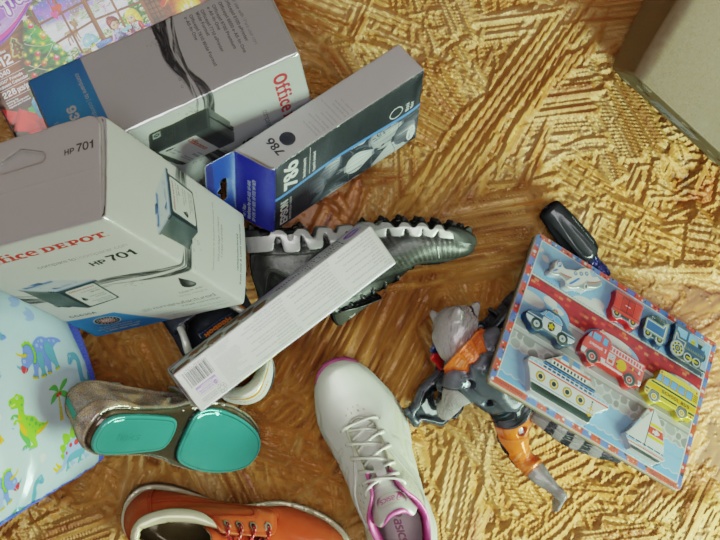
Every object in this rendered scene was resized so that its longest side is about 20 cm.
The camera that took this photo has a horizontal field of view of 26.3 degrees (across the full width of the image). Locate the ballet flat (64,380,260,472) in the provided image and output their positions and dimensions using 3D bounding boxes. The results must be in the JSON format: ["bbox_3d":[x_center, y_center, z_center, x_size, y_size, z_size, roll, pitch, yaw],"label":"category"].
[{"bbox_3d":[-0.162,0.121,1.265,0.067,0.200,0.068,39,101,37],"label":"ballet flat"}]

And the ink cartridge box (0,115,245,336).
[{"bbox_3d":[-0.198,-0.027,1.166,0.146,0.200,0.086,-13,68,22],"label":"ink cartridge box"}]

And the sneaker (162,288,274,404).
[{"bbox_3d":[-0.134,0.023,1.284,0.078,0.079,0.200,-35,94,-4],"label":"sneaker"}]

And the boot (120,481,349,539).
[{"bbox_3d":[-0.101,0.229,1.281,0.200,0.107,0.075,11,89,-9],"label":"boot"}]

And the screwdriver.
[{"bbox_3d":[0.227,0.018,1.352,0.028,0.029,0.200,-42,95,-4],"label":"screwdriver"}]

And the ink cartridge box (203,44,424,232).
[{"bbox_3d":[-0.036,-0.097,1.255,0.200,0.099,0.039,-34,68,-19],"label":"ink cartridge box"}]

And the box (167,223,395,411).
[{"bbox_3d":[-0.064,0.037,1.237,0.200,0.039,0.041,-38,103,-9],"label":"box"}]

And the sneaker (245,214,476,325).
[{"bbox_3d":[0.000,0.000,1.307,0.200,0.066,0.091,-3,95,-3],"label":"sneaker"}]

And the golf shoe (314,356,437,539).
[{"bbox_3d":[0.019,0.167,1.301,0.075,0.092,0.200,-24,93,-4],"label":"golf shoe"}]

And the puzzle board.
[{"bbox_3d":[0.210,0.076,1.302,0.200,0.017,0.151,30,58,-15],"label":"puzzle board"}]

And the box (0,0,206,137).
[{"bbox_3d":[-0.221,-0.199,1.284,0.200,0.039,0.137,-28,94,-5],"label":"box"}]

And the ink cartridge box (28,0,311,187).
[{"bbox_3d":[-0.143,-0.128,1.233,0.200,0.145,0.084,-25,67,-5],"label":"ink cartridge box"}]

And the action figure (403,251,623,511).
[{"bbox_3d":[0.145,0.082,1.309,0.193,0.105,0.200,37,88,-16],"label":"action figure"}]

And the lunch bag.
[{"bbox_3d":[-0.302,0.096,1.209,0.127,0.170,0.200,-25,93,37],"label":"lunch bag"}]

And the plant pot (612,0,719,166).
[{"bbox_3d":[0.326,-0.186,1.284,0.200,0.200,0.177,40,98,-6],"label":"plant pot"}]
